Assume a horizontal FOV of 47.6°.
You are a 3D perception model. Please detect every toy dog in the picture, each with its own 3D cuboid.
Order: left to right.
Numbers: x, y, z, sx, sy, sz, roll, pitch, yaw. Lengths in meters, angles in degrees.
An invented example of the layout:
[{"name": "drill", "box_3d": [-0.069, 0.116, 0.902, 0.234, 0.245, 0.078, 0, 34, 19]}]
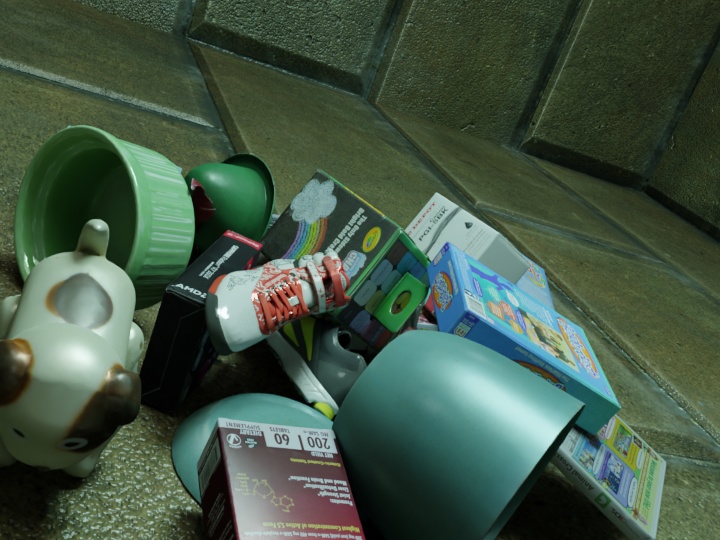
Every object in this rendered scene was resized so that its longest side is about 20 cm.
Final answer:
[{"name": "toy dog", "box_3d": [-0.224, 0.073, 0.641, 0.138, 0.196, 0.200, 28, 10, -21]}]

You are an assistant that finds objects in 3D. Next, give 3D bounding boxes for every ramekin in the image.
[{"name": "ramekin", "box_3d": [-0.273, -0.048, 0.883, 0.199, 0.202, 0.097, 33, 15, 29]}]

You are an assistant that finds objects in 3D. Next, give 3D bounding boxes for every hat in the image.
[{"name": "hat", "box_3d": [-0.216, -0.101, 1.018, 0.175, 0.198, 0.168, 24, 49, -49]}]

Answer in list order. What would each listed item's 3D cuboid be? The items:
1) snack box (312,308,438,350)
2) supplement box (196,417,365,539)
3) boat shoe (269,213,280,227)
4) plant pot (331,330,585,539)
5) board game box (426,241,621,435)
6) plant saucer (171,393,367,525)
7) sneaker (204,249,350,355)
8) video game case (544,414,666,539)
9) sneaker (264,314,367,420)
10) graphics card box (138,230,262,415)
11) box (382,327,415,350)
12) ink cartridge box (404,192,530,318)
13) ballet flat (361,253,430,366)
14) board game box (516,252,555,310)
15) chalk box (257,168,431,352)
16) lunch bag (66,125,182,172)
[{"name": "snack box", "box_3d": [-0.007, 0.051, 1.115, 0.198, 0.054, 0.142, 7, 24, -36]}, {"name": "supplement box", "box_3d": [-0.054, 0.208, 0.604, 0.107, 0.061, 0.201, 11, 35, -28]}, {"name": "boat shoe", "box_3d": [-0.102, -0.028, 1.194, 0.072, 0.069, 0.199, 13, -6, 7]}, {"name": "plant pot", "box_3d": [0.070, 0.150, 0.708, 0.160, 0.202, 0.200, 35, 23, 20]}, {"name": "board game box", "box_3d": [0.165, 0.067, 0.852, 0.198, 0.045, 0.153, 31, 22, -15]}, {"name": "plant saucer", "box_3d": [-0.075, 0.171, 0.763, 0.197, 0.036, 0.200, 21, 20, -8]}, {"name": "sneaker", "box_3d": [-0.072, 0.023, 0.792, 0.106, 0.068, 0.201, -11, 8, 13]}, {"name": "video game case", "box_3d": [0.238, 0.176, 0.850, 0.182, 0.022, 0.200, 44, 22, 12]}, {"name": "sneaker", "box_3d": [-0.056, 0.082, 0.915, 0.084, 0.075, 0.200, -31, 50, -9]}, {"name": "graphics card box", "box_3d": [-0.165, 0.046, 0.853, 0.050, 0.127, 0.200, 23, 19, 1]}, {"name": "box", "box_3d": [0.104, 0.160, 0.887, 0.198, 0.101, 0.095, 28, 19, 14]}, {"name": "ink cartridge box", "box_3d": [0.131, -0.010, 1.196, 0.083, 0.147, 0.200, 38, 3, -30]}, {"name": "ballet flat", "box_3d": [0.045, 0.046, 1.024, 0.068, 0.067, 0.202, 41, 48, -33]}, {"name": "board game box", "box_3d": [0.244, 0.052, 1.232, 0.150, 0.036, 0.202, 30, 39, -34]}, {"name": "chalk box", "box_3d": [0.000, 0.000, 0.946, 0.200, 0.125, 0.124, 40, -2, 35]}, {"name": "lunch bag", "box_3d": [-0.326, -0.107, 1.080, 0.168, 0.123, 0.201, 15, 27, -17]}]
